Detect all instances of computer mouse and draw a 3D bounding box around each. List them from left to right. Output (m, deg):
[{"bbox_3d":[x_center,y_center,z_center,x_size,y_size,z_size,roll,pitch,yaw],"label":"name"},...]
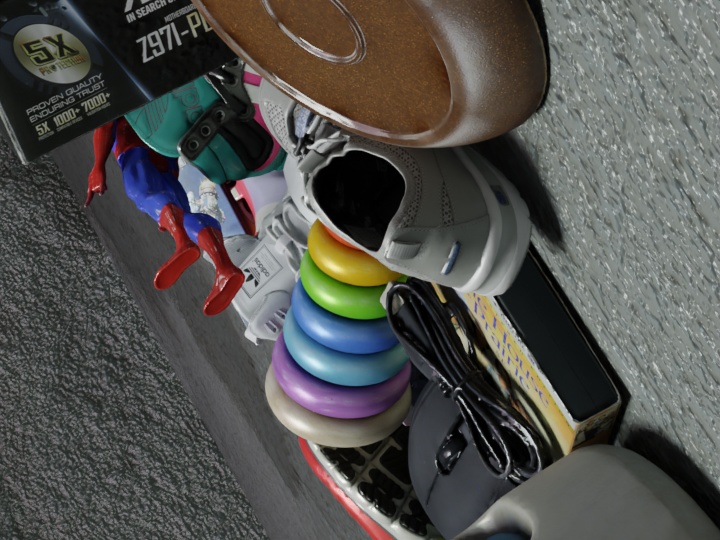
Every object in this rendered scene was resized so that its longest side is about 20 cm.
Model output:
[{"bbox_3d":[0.053,0.101,1.116,0.139,0.053,0.200,55,169,29],"label":"computer mouse"}]

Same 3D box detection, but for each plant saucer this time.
[{"bbox_3d":[-0.014,-0.117,0.871,0.200,0.032,0.200,32,158,15],"label":"plant saucer"}]

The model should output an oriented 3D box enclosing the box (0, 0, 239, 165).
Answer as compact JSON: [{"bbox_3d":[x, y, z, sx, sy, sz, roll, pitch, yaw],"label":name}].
[{"bbox_3d":[-0.117,-0.163,1.017,0.164,0.200,0.086,50,163,50],"label":"box"}]

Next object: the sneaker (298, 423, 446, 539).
[{"bbox_3d":[0.027,0.164,1.216,0.200,0.077,0.085,47,129,8],"label":"sneaker"}]

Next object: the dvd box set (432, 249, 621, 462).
[{"bbox_3d":[0.079,0.046,1.078,0.147,0.029,0.200,59,170,19],"label":"dvd box set"}]

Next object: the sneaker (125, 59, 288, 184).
[{"bbox_3d":[-0.087,-0.125,1.187,0.084,0.121,0.200,51,165,45],"label":"sneaker"}]

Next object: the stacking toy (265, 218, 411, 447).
[{"bbox_3d":[0.000,0.000,1.118,0.085,0.085,0.200,53,145,40],"label":"stacking toy"}]

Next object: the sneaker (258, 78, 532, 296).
[{"bbox_3d":[0.000,-0.059,0.984,0.200,0.082,0.075,41,118,47],"label":"sneaker"}]

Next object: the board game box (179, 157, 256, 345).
[{"bbox_3d":[-0.088,-0.054,1.462,0.200,0.035,0.135,62,-163,-3],"label":"board game box"}]

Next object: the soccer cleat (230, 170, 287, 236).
[{"bbox_3d":[-0.045,-0.051,1.373,0.067,0.076,0.200,44,-161,-33],"label":"soccer cleat"}]

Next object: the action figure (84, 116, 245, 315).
[{"bbox_3d":[-0.127,-0.054,1.219,0.065,0.052,0.200,25,-153,-39],"label":"action figure"}]

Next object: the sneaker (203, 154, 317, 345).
[{"bbox_3d":[-0.030,-0.025,1.186,0.075,0.115,0.200,56,168,29],"label":"sneaker"}]

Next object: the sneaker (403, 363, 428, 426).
[{"bbox_3d":[0.049,0.080,1.269,0.200,0.070,0.082,62,148,6],"label":"sneaker"}]

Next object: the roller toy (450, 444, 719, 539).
[{"bbox_3d":[0.110,0.190,0.969,0.183,0.140,0.200,49,166,38],"label":"roller toy"}]
